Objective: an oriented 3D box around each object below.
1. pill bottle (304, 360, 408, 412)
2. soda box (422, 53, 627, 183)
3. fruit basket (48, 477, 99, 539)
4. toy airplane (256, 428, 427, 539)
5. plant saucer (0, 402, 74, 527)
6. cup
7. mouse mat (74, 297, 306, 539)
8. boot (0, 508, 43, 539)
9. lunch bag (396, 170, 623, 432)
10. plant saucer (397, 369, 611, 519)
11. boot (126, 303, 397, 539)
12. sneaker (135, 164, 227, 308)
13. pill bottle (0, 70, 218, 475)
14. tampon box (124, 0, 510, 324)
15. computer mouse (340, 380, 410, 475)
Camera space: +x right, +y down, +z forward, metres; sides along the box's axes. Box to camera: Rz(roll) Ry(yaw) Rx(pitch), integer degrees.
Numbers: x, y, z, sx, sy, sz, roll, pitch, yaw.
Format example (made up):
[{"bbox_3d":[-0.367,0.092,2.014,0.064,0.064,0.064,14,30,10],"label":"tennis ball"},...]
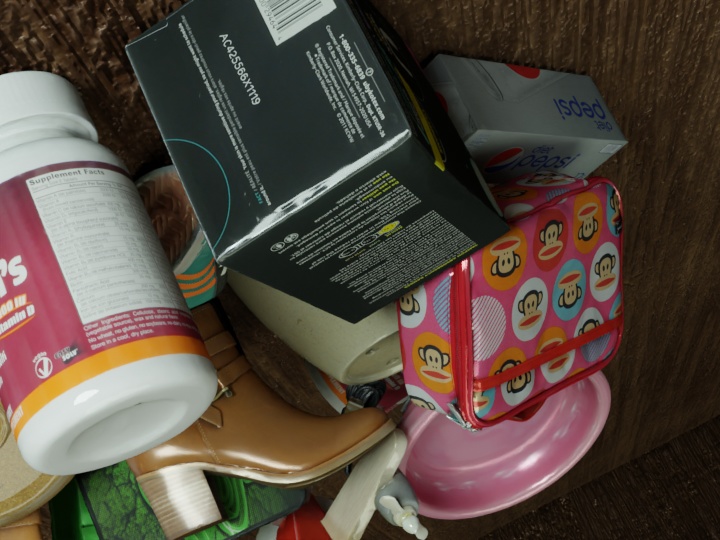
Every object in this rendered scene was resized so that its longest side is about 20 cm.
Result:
[{"bbox_3d":[0.052,0.043,1.176,0.200,0.110,0.109,-37,157,24],"label":"pill bottle"},{"bbox_3d":[0.113,-0.109,0.973,0.199,0.069,0.063,-2,150,-47],"label":"soda box"},{"bbox_3d":[-0.168,0.196,1.160,0.215,0.217,0.156,-11,154,-36],"label":"fruit basket"},{"bbox_3d":[-0.021,0.241,1.051,0.140,0.200,0.200,22,152,-10],"label":"toy airplane"},{"bbox_3d":[-0.265,0.102,0.889,0.199,0.035,0.202,-11,115,-25],"label":"plant saucer"},{"bbox_3d":[0.000,0.000,0.987,0.199,0.144,0.201,-23,158,-10],"label":"cup"},{"bbox_3d":[-0.150,0.127,1.020,0.160,0.201,0.008,-24,159,-10],"label":"mouse mat"},{"bbox_3d":[-0.266,0.143,0.979,0.199,0.156,0.077,-25,161,-5],"label":"boot"},{"bbox_3d":[0.111,0.028,0.937,0.082,0.178,0.199,13,-156,42],"label":"lunch bag"},{"bbox_3d":[0.112,0.128,1.095,0.199,0.051,0.201,-15,137,-15],"label":"plant saucer"},{"bbox_3d":[-0.085,0.096,0.975,0.199,0.156,0.074,-20,169,-14],"label":"boot"},{"bbox_3d":[-0.124,-0.019,0.904,0.080,0.072,0.200,-13,163,-35],"label":"sneaker"},{"bbox_3d":[-0.162,-0.001,0.705,0.109,0.201,0.110,-23,159,-9],"label":"pill bottle"},{"bbox_3d":[-0.018,-0.076,0.775,0.126,0.151,0.200,-31,159,12],"label":"tampon box"},{"bbox_3d":[0.068,0.116,1.131,0.199,0.044,0.110,-9,134,-19],"label":"computer mouse"}]
